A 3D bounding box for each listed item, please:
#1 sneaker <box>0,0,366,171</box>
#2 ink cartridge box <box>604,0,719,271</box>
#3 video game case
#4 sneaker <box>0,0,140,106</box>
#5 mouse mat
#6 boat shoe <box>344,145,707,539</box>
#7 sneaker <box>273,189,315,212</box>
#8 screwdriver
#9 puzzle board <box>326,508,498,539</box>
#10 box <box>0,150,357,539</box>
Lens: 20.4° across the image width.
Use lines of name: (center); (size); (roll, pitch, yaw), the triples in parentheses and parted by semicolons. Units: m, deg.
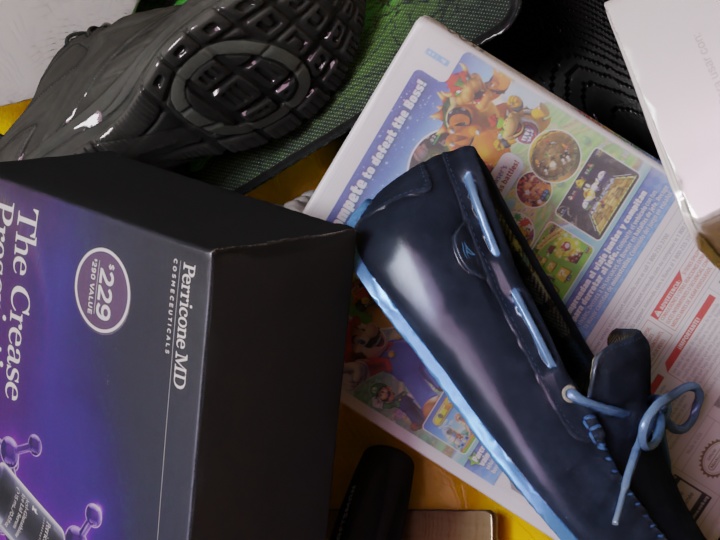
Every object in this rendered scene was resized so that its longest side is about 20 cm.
sneaker: (-0.088, -0.079, 0.834); (0.200, 0.076, 0.091); (-35, 44, 10)
ink cartridge box: (0.196, -0.074, 0.646); (0.199, 0.146, 0.086); (-23, 74, 14)
video game case: (0.071, 0.017, 0.760); (0.199, 0.018, 0.144); (32, 103, 3)
sneaker: (-0.126, -0.150, 0.900); (0.199, 0.075, 0.089); (-32, 38, 6)
mouse mat: (-0.029, -0.121, 0.860); (0.199, 0.008, 0.162); (-31, 56, 25)
boat shoe: (0.076, 0.044, 0.714); (0.069, 0.084, 0.200); (-39, 93, 10)
sneaker: (0.000, 0.000, 0.828); (0.199, 0.075, 0.081); (-20, 94, 26)
screwdriver: (-0.018, 0.160, 0.785); (0.029, 0.028, 0.201); (4, 61, 36)
puzzle board: (-0.008, 0.201, 0.839); (0.150, 0.017, 0.201); (-3, 85, 29)
box: (-0.084, 0.069, 0.749); (0.141, 0.079, 0.201); (17, 108, 38)
